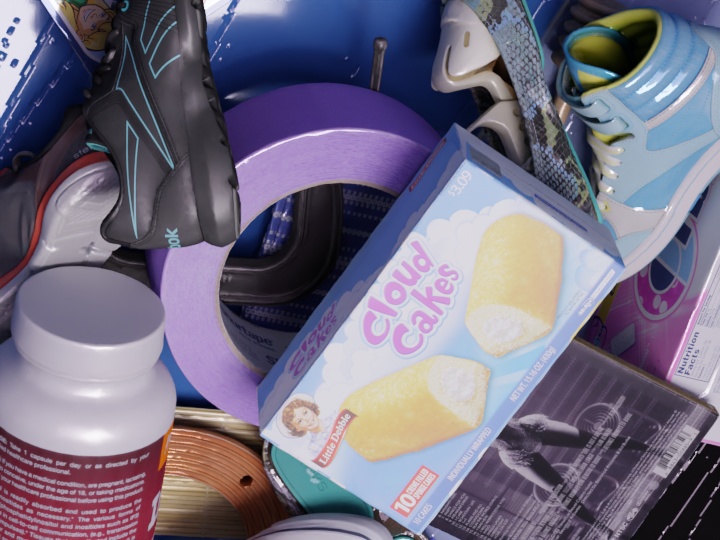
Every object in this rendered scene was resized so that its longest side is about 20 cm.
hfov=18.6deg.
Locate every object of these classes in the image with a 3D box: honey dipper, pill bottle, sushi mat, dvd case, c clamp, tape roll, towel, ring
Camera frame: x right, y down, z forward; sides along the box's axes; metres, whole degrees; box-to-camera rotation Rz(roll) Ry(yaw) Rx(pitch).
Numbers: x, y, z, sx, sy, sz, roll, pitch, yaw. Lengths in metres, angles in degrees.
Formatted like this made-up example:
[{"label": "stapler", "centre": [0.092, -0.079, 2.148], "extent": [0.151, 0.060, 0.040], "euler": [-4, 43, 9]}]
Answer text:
[{"label": "honey dipper", "centre": [0.116, -0.076, 1.374], "extent": [0.038, 0.038, 0.201], "euler": [13, 110, -21]}, {"label": "pill bottle", "centre": [-0.167, 0.106, 1.267], "extent": [0.112, 0.113, 0.201], "euler": [2, 120, -18]}, {"label": "sushi mat", "centre": [-0.094, 0.129, 1.399], "extent": [0.198, 0.012, 0.096], "euler": [5, 119, -18]}, {"label": "dvd case", "centre": [0.098, 0.103, 1.334], "extent": [0.199, 0.016, 0.149], "euler": [26, 109, -22]}, {"label": "c clamp", "centre": [-0.084, -0.057, 1.311], "extent": [0.198, 0.027, 0.172], "euler": [-2, 116, -5]}, {"label": "tape roll", "centre": [-0.024, -0.006, 1.293], "extent": [0.198, 0.066, 0.202], "euler": [-7, 121, -12]}, {"label": "towel", "centre": [0.000, 0.000, 1.379], "extent": [0.144, 0.024, 0.201], "euler": [10, 111, -22]}, {"label": "ring", "centre": [-0.136, 0.180, 1.398], "extent": [0.199, 0.019, 0.202], "euler": [-7, 121, -11]}]

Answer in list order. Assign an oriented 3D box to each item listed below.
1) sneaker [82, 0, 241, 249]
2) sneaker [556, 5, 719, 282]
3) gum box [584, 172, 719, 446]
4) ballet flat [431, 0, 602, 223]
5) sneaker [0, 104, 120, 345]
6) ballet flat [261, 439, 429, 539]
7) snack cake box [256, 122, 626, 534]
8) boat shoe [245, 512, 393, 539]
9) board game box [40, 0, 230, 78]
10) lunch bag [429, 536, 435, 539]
[{"label": "sneaker", "centre": [-0.116, -0.108, 1.190], "extent": [0.079, 0.075, 0.202], "euler": [-10, 79, 1]}, {"label": "sneaker", "centre": [0.150, -0.082, 1.329], "extent": [0.130, 0.080, 0.200], "euler": [19, 124, -28]}, {"label": "gum box", "centre": [0.217, 0.004, 1.391], "extent": [0.066, 0.114, 0.201], "euler": [14, 107, -22]}, {"label": "ballet flat", "centre": [0.080, -0.101, 1.292], "extent": [0.074, 0.074, 0.201], "euler": [-21, 84, -7]}, {"label": "sneaker", "centre": [-0.193, -0.017, 1.290], "extent": [0.077, 0.082, 0.200], "euler": [12, 131, -45]}, {"label": "ballet flat", "centre": [0.002, 0.165, 1.386], "extent": [0.072, 0.072, 0.201], "euler": [-31, 105, -3]}, {"label": "snack cake box", "centre": [0.042, 0.034, 1.243], "extent": [0.115, 0.067, 0.201], "euler": [32, 107, -15]}, {"label": "boat shoe", "centre": [-0.072, 0.207, 1.342], "extent": [0.199, 0.067, 0.074], "euler": [-21, 108, 20]}, {"label": "board game box", "centre": [-0.104, -0.215, 1.246], "extent": [0.199, 0.034, 0.136], "euler": [-34, 117, -1]}, {"label": "lunch bag", "centre": [0.032, 0.298, 1.450], "extent": [0.170, 0.124, 0.201], "euler": [-36, 94, 0]}]
